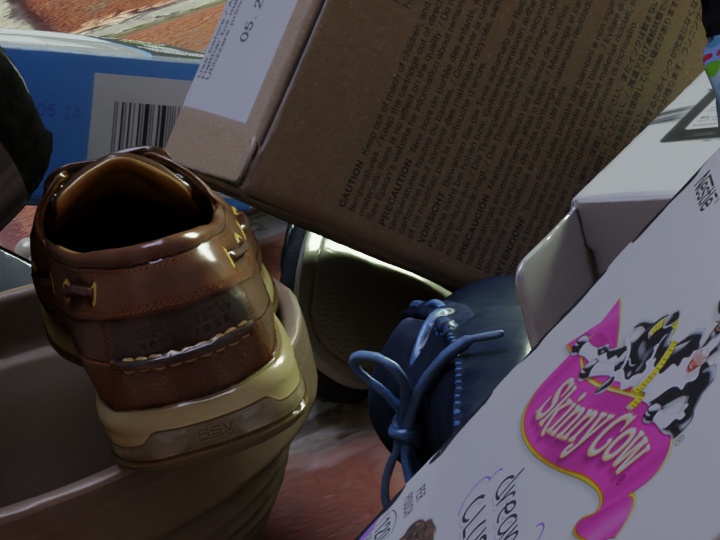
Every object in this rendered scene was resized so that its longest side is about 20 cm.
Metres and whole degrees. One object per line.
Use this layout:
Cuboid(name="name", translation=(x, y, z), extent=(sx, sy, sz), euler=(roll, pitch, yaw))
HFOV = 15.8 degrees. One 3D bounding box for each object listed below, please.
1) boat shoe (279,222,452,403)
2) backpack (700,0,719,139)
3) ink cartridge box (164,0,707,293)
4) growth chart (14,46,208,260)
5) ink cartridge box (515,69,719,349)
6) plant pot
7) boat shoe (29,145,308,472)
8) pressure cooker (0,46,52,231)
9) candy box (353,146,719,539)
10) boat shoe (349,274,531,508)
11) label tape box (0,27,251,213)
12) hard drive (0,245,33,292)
Cuboid(name="boat shoe", translation=(0.000, 0.000, 1.023), extent=(0.068, 0.072, 0.200), euler=(-48, 12, 28))
Cuboid(name="backpack", translation=(0.172, -0.004, 0.664), extent=(0.163, 0.200, 0.154), euler=(-10, 12, 36))
Cuboid(name="ink cartridge box", translation=(0.044, -0.095, 0.936), extent=(0.165, 0.200, 0.075), euler=(24, -2, -30))
Cuboid(name="growth chart", translation=(-0.094, -0.037, 1.154), extent=(0.145, 0.018, 0.200), euler=(-48, 23, -3))
Cuboid(name="ink cartridge box", translation=(0.127, 0.007, 0.796), extent=(0.067, 0.116, 0.200), euler=(-3, 24, 31))
Cuboid(name="plant pot", translation=(-0.103, 0.078, 0.817), extent=(0.201, 0.093, 0.201), euler=(-14, 20, 5))
Cuboid(name="boat shoe", translation=(-0.063, -0.006, 0.776), extent=(0.072, 0.068, 0.200), euler=(-19, 19, -8))
Cuboid(name="pressure cooker", translation=(-0.214, -0.025, 0.751), extent=(0.200, 0.179, 0.176), euler=(-47, 33, -13))
Cuboid(name="candy box", translation=(0.047, 0.086, 0.559), extent=(0.200, 0.072, 0.168), euler=(-48, 12, 16))
Cuboid(name="boat shoe", translation=(0.035, 0.050, 0.826), extent=(0.069, 0.084, 0.200), euler=(-3, 5, 5))
Cuboid(name="label tape box", translation=(-0.141, -0.068, 1.073), extent=(0.144, 0.063, 0.200), euler=(3, 7, -23))
Cuboid(name="hard drive", translation=(-0.179, -0.006, 0.981), extent=(0.042, 0.200, 0.135), euler=(-64, 19, -2))
